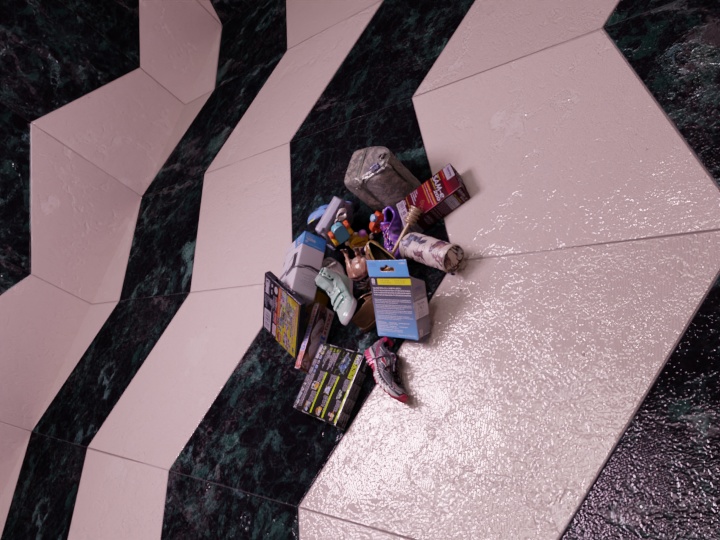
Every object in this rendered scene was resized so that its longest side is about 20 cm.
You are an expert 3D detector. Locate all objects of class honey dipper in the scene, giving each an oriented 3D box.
[{"bbox_3d":[0.108,-0.083,1.626,0.038,0.038,0.203,33,96,51],"label":"honey dipper"}]

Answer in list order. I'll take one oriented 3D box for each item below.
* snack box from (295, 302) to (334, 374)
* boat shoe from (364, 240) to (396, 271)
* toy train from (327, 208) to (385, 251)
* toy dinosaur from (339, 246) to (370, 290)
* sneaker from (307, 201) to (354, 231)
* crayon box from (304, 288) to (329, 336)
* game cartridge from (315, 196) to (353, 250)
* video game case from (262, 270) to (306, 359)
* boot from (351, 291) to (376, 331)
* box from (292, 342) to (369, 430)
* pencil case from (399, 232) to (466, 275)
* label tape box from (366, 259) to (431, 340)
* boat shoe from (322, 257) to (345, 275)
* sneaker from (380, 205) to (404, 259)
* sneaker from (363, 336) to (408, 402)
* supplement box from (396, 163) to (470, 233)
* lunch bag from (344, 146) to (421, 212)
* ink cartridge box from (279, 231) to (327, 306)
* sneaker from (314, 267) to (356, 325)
[{"bbox_3d":[-0.132,0.201,1.712,0.024,0.072,0.204,-6,59,41],"label":"snack box"},{"bbox_3d":[0.079,0.003,1.568,0.072,0.068,0.200,-43,76,-6],"label":"boat shoe"},{"bbox_3d":[-0.011,-0.137,1.762,0.056,0.196,0.152,51,126,44],"label":"toy train"},{"bbox_3d":[0.000,0.000,1.726,0.199,0.084,0.139,-3,94,62],"label":"toy dinosaur"},{"bbox_3d":[-0.101,-0.202,1.980,0.197,0.066,0.080,-22,44,34],"label":"sneaker"},{"bbox_3d":[-0.173,0.135,1.819,0.124,0.051,0.204,-2,61,44],"label":"crayon box"},{"bbox_3d":[-0.075,-0.150,1.825,0.040,0.200,0.134,32,83,16],"label":"game cartridge"},{"bbox_3d":[-0.227,0.131,1.723,0.180,0.025,0.204,37,132,36],"label":"video game case"},{"bbox_3d":[0.052,0.079,1.613,0.200,0.075,0.074,-46,38,8],"label":"boot"},{"bbox_3d":[-0.078,0.309,1.601,0.191,0.047,0.204,7,67,45],"label":"box"},{"bbox_3d":[0.187,-0.047,1.558,0.078,0.090,0.198,-52,35,-13],"label":"pencil case"},{"bbox_3d":[0.098,0.066,1.495,0.142,0.063,0.205,1,103,45],"label":"label tape box"},{"bbox_3d":[-0.091,0.017,1.784,0.074,0.086,0.204,-30,44,10],"label":"boat shoe"},{"bbox_3d":[0.086,-0.097,1.697,0.080,0.083,0.204,-25,49,31],"label":"sneaker"},{"bbox_3d":[0.071,0.246,1.468,0.075,0.080,0.201,-42,40,10],"label":"sneaker"},{"bbox_3d":[0.204,-0.197,1.668,0.198,0.061,0.110,-36,43,20],"label":"supplement box"},{"bbox_3d":[0.072,-0.274,1.748,0.165,0.199,0.142,-4,60,44],"label":"lunch bag"},{"bbox_3d":[-0.184,0.007,1.784,0.145,0.082,0.204,-33,40,53],"label":"ink cartridge box"},{"bbox_3d":[-0.077,0.069,1.618,0.074,0.116,0.202,-56,22,23],"label":"sneaker"}]
